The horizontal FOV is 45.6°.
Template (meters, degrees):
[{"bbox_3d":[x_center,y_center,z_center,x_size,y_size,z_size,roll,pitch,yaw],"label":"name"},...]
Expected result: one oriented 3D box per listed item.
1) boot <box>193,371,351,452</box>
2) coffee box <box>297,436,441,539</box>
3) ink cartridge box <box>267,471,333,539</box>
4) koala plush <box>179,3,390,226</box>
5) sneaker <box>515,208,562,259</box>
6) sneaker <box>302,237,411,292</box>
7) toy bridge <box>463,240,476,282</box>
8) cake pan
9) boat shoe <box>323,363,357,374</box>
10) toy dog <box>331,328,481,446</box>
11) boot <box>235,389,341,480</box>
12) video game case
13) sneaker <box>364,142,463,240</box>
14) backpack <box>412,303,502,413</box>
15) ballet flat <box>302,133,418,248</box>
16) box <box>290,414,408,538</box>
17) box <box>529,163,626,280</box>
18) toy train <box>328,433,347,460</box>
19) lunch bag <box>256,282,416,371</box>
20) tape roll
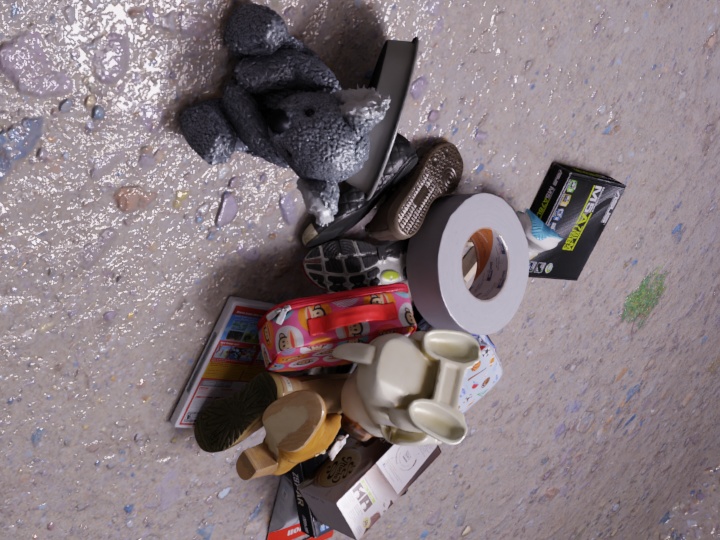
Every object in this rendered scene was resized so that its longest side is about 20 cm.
[{"bbox_3d":[-0.113,0.203,1.222,0.174,0.067,0.199,-33,158,24],"label":"boot"},{"bbox_3d":[0.016,0.310,1.336,0.200,0.112,0.080,-40,112,-28],"label":"coffee box"},{"bbox_3d":[-0.078,0.420,1.477,0.159,0.047,0.202,-8,123,-39],"label":"ink cartridge box"},{"bbox_3d":[-0.059,-0.161,0.938,0.183,0.200,0.179,15,108,-48],"label":"koala plush"},{"bbox_3d":[0.262,-0.046,1.360,0.081,0.076,0.200,-50,179,2],"label":"sneaker"},{"bbox_3d":[0.000,0.000,1.212,0.198,0.085,0.078,-2,81,-33],"label":"sneaker"},{"bbox_3d":[0.184,-0.015,1.412,0.067,0.027,0.200,-50,140,-5],"label":"toy bridge"},{"bbox_3d":[0.022,-0.186,1.029,0.036,0.201,0.202,16,113,-6],"label":"cake pan"},{"bbox_3d":[-0.008,0.114,1.292,0.070,0.072,0.202,-11,127,-40],"label":"boat shoe"},{"bbox_3d":[0.039,0.163,1.109,0.191,0.141,0.200,11,157,-15],"label":"toy dog"},{"bbox_3d":[-0.071,0.209,1.152,0.143,0.071,0.201,-11,151,-50],"label":"boot"},{"bbox_3d":[-0.168,0.135,1.201,0.142,0.017,0.202,13,109,-47],"label":"video game case"},{"bbox_3d":[0.073,-0.115,1.206,0.200,0.075,0.071,-49,120,-39],"label":"sneaker"},{"bbox_3d":[0.131,0.157,1.405,0.190,0.154,0.200,-39,141,-1],"label":"backpack"},{"bbox_3d":[-0.006,-0.106,1.161,0.200,0.057,0.066,-43,168,-3],"label":"ballet flat"},{"bbox_3d":[-0.020,0.322,1.407,0.198,0.043,0.163,-15,100,-35],"label":"box"},{"bbox_3d":[0.366,-0.080,1.520,0.192,0.047,0.202,6,115,-43],"label":"box"},{"bbox_3d":[0.022,0.212,1.294,0.152,0.055,0.200,-67,171,23],"label":"toy train"},{"bbox_3d":[-0.030,0.074,1.121,0.197,0.083,0.176,-9,167,-19],"label":"lunch bag"},{"bbox_3d":[0.158,-0.009,1.239,0.198,0.066,0.204,-3,94,-41],"label":"tape roll"}]
